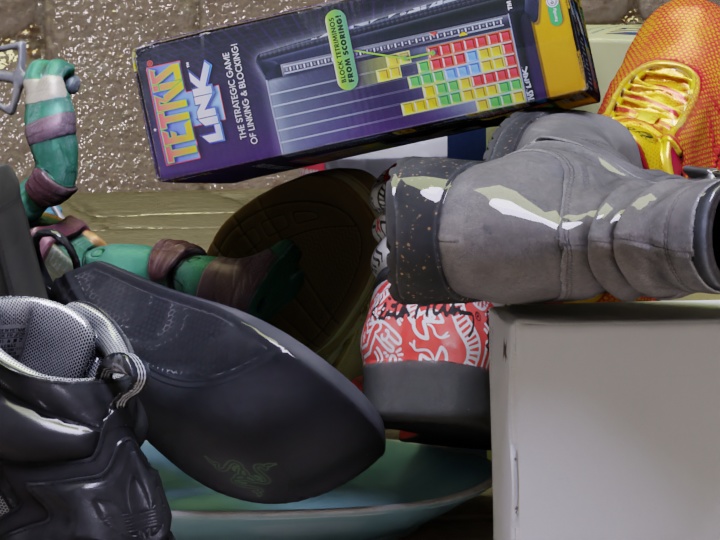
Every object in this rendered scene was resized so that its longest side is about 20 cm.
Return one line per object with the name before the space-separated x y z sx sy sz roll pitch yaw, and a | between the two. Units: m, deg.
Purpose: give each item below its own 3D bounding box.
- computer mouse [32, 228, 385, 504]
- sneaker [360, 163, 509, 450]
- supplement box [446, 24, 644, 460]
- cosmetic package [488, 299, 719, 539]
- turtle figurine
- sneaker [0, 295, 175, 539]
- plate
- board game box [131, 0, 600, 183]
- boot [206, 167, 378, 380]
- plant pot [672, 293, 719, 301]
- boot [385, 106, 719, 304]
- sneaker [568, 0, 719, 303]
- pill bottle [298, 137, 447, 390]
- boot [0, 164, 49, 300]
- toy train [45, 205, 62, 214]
computer mouse | -0.071 0.049 1.144 0.200 0.053 0.139 17 -26 48
sneaker | 0.043 0.015 1.196 0.067 0.108 0.201 3 -7 11
supplement box | 0.154 -0.012 1.361 0.199 0.201 0.134 2 8 20
cosmetic package | 0.145 0.066 1.025 0.199 0.113 0.081 1 4 -2
turtle figurine | -0.124 -0.005 1.290 0.200 0.150 0.101 26 58 20
sneaker | -0.134 0.064 1.044 0.200 0.114 0.075 5 7 45
plate | -0.042 0.093 1.210 0.200 0.026 0.200 0 6 0
board game box | 0.009 -0.076 1.181 0.165 0.057 0.200 -13 0 7
boot | 0.000 0.000 1.360 0.154 0.072 0.200 -25 -19 -38
plant pot | 0.200 0.026 1.167 0.142 0.200 0.200 24 11 12
boot | 0.101 -0.016 1.025 0.131 0.070 0.200 1 12 23
sneaker | 0.123 -0.046 1.208 0.073 0.077 0.200 8 49 14
pill bottle | 0.023 -0.027 1.523 0.110 0.201 0.111 -2 5 0
boot | -0.188 0.032 1.147 0.200 0.139 0.077 -8 17 27
toy train | -0.238 0.025 1.448 0.199 0.116 0.085 -1 5 -4
